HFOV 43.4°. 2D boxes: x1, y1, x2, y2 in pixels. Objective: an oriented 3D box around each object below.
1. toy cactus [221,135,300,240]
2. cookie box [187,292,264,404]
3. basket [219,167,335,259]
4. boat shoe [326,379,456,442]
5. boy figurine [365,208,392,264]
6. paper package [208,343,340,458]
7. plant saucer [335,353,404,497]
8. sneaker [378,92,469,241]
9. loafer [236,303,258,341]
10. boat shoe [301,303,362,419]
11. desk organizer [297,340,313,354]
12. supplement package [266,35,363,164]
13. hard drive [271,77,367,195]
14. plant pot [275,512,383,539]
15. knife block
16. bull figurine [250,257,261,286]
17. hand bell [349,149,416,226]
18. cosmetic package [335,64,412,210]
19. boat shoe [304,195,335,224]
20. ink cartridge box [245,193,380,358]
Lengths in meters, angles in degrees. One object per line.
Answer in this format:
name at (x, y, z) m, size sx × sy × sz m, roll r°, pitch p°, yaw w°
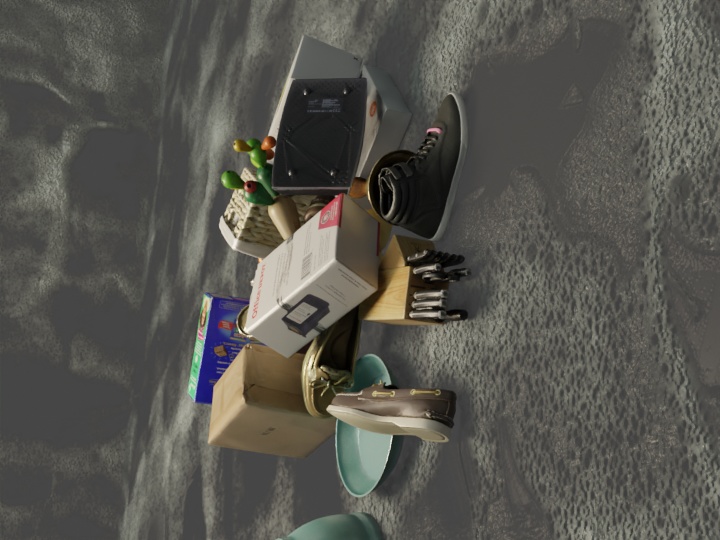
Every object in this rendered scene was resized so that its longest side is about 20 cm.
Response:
toy cactus at (-0.128, -0.134, 1.421) m, size 0.101 × 0.199 × 0.167 m, roll -22°, pitch 91°, yaw 27°
cookie box at (-0.232, 0.158, 1.746) m, size 0.075 × 0.169 × 0.204 m, roll -165°, pitch 85°, yaw -69°
basket at (-0.126, -0.086, 1.565) m, size 0.125 × 0.197 × 0.136 m, roll -68°, pitch 26°, yaw 12°
boat shoe at (0.040, 0.177, 1.172) m, size 0.198 × 0.072 × 0.060 m, roll -1°, pitch 62°, yaw 44°
boy figurine at (0.000, 0.000, 1.396) m, size 0.125 × 0.063 × 0.202 m, roll -111°, pitch 34°, yaw -53°
paper package at (-0.132, 0.216, 1.461) m, size 0.200 × 0.188 × 0.105 m, roll 132°, pitch 145°, yaw -51°
plant saucer at (0.018, 0.223, 1.301) m, size 0.199 × 0.035 × 0.204 m, roll -170°, pitch 90°, yaw -67°
sneaker at (0.082, -0.147, 1.213) m, size 0.071 × 0.098 × 0.203 m, roll -164°, pitch 85°, yaw -69°
loafer at (-0.133, 0.070, 1.517) m, size 0.197 × 0.067 × 0.077 m, roll -14°, pitch 65°, yaw 27°
boat shoe at (-0.040, 0.124, 1.332) m, size 0.063 × 0.072 × 0.204 m, roll -156°, pitch 74°, yaw -68°
desk organizer at (-0.110, 0.091, 1.601) m, size 0.072 × 0.076 × 0.203 m, roll 144°, pitch 131°, yaw -58°
supplement package at (-0.083, -0.271, 1.523) m, size 0.201 × 0.108 × 0.115 m, roll 120°, pitch 166°, yaw -50°
hard drive at (-0.057, -0.200, 1.359) m, size 0.042 × 0.133 × 0.203 m, roll 70°, pitch -156°, yaw -59°
plant pot at (-0.061, 0.443, 1.278) m, size 0.200 × 0.132 × 0.204 m, roll -170°, pitch 90°, yaw -68°
knife block at (0.073, 0.047, 1.202) m, size 0.177 × 0.063 × 0.202 m, roll -106°, pitch 34°, yaw -47°
bull figurine at (-0.165, -0.016, 1.768) m, size 0.199 × 0.065 × 0.123 m, roll -15°, pitch 100°, yaw 57°
hand bell at (0.017, -0.123, 1.339) m, size 0.199 × 0.103 × 0.106 m, roll 13°, pitch 93°, yaw 65°
cosmetic package at (0.008, -0.207, 1.474) m, size 0.202 × 0.051 × 0.152 m, roll -66°, pitch 29°, yaw 31°
boat shoe at (-0.050, -0.041, 1.487) m, size 0.075 × 0.073 × 0.204 m, roll -79°, pitch -8°, yaw -46°
ink cartridge box at (-0.068, 0.009, 1.303) m, size 0.199 × 0.084 × 0.146 m, roll -38°, pitch 30°, yaw 31°
